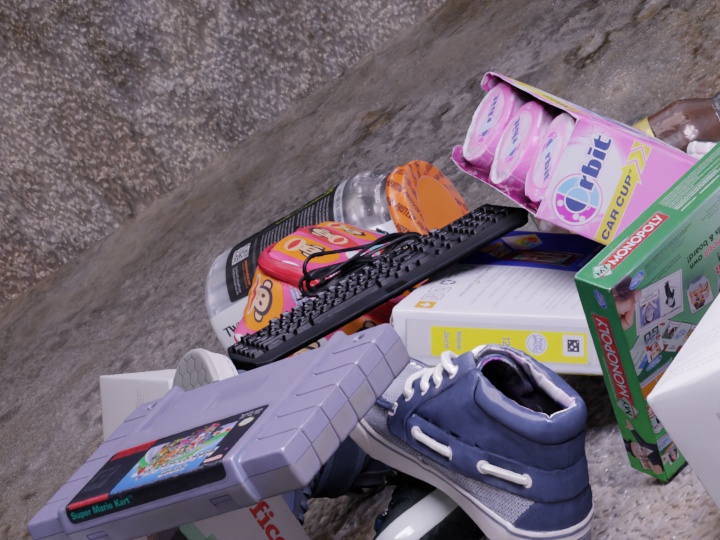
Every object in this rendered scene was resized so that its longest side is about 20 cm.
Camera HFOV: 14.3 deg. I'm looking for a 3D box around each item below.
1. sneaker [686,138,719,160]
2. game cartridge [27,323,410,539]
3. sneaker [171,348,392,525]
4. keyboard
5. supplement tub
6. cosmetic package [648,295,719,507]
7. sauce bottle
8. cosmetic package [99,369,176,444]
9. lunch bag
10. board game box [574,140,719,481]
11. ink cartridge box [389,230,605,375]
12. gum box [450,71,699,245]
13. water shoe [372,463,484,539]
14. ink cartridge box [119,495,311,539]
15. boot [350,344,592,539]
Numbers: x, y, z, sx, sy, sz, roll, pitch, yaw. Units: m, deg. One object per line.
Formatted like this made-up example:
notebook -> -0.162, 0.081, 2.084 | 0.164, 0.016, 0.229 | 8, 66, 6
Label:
sneaker -> 0.242, -0.037, 1.728 | 0.073, 0.081, 0.200 | 7, 2, -11
game cartridge -> -0.079, 0.093, 1.546 | 0.199, 0.039, 0.130 | -19, 15, 39
sneaker -> -0.031, 0.143, 1.815 | 0.077, 0.145, 0.203 | -48, 43, 38
keyboard -> 0.000, 0.000, 1.750 | 0.199, 0.040, 0.104 | -28, 8, -19
supplement tub -> -0.013, 0.001, 2.242 | 0.199, 0.123, 0.123 | -30, 12, 28
cosmetic package -> 0.238, 0.027, 1.440 | 0.113, 0.081, 0.200 | -25, 13, 41
sauce bottle -> 0.215, -0.079, 2.044 | 0.199, 0.065, 0.065 | -32, 11, 16
cosmetic package -> -0.112, 0.111, 2.075 | 0.112, 0.082, 0.200 | -4, -1, -18
lunch bag -> 0.025, 0.034, 1.896 | 0.200, 0.175, 0.082 | -28, -43, -72
board game box -> 0.203, 0.001, 1.558 | 0.029, 0.135, 0.200 | 20, 50, 43
ink cartridge box -> 0.142, 0.019, 1.737 | 0.199, 0.047, 0.198 | 5, 15, 19
gum box -> 0.139, -0.061, 1.752 | 0.066, 0.113, 0.200 | -67, 17, 6
water shoe -> 0.040, 0.120, 1.644 | 0.200, 0.079, 0.072 | -38, -30, -52
ink cartridge box -> -0.109, 0.208, 1.582 | 0.200, 0.145, 0.084 | -43, 15, -36
boot -> 0.057, 0.070, 1.554 | 0.072, 0.091, 0.200 | -21, 36, -32
